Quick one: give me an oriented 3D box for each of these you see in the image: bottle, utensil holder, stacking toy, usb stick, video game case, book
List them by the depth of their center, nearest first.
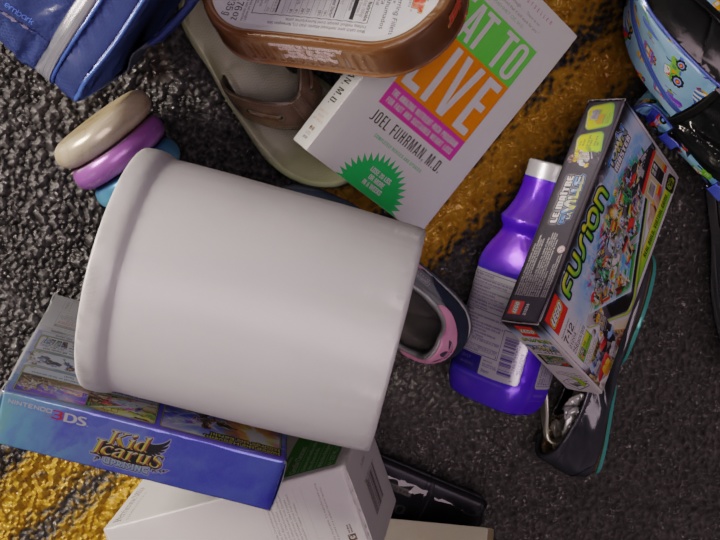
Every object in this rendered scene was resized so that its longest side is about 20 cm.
[{"bbox_3d":[-0.070,0.023,0.811,0.199,0.170,0.171,15,97,1],"label":"utensil holder"},{"bbox_3d":[-0.154,0.094,0.889,0.199,0.181,0.046,16,107,-8],"label":"video game case"},{"bbox_3d":[0.057,-0.143,0.915,0.133,0.048,0.200,34,96,-38],"label":"book"},{"bbox_3d":[-0.146,-0.038,0.930,0.085,0.085,0.200,-35,108,0],"label":"stacking toy"},{"bbox_3d":[0.132,0.012,0.959,0.065,0.083,0.201,7,100,-48],"label":"bottle"},{"bbox_3d":[0.011,0.179,0.999,0.199,0.033,0.056,24,103,-10],"label":"usb stick"}]

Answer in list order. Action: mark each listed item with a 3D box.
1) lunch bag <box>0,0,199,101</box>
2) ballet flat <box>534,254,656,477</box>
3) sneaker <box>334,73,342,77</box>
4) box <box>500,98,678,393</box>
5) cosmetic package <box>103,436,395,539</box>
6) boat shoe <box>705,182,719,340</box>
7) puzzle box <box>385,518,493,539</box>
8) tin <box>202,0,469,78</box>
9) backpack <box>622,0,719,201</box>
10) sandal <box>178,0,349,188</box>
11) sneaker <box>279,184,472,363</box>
[{"bbox_3d":[-0.171,-0.226,0.840,0.132,0.136,0.200,38,116,-9],"label":"lunch bag"},{"bbox_3d":[0.187,0.074,0.983,0.073,0.073,0.201,12,100,-8],"label":"ballet flat"},{"bbox_3d":[0.036,-0.227,0.925,0.200,0.074,0.085,-43,126,-3],"label":"sneaker"},{"bbox_3d":[0.181,-0.019,0.918,0.110,0.035,0.201,42,64,-41],"label":"box"},{"bbox_3d":[-0.082,0.192,0.928,0.199,0.108,0.085,-16,102,12],"label":"cosmetic package"},{"bbox_3d":[0.331,-0.010,0.981,0.071,0.072,0.201,-5,98,-1],"label":"boat shoe"},{"bbox_3d":[0.033,0.299,0.944,0.133,0.025,0.201,2,78,20],"label":"puzzle box"},{"bbox_3d":[-0.022,-0.199,0.852,0.199,0.042,0.112,10,75,22],"label":"tin"},{"bbox_3d":[0.283,-0.176,0.903,0.200,0.135,0.183,44,67,0],"label":"backpack"},{"bbox_3d":[-0.070,-0.143,0.924,0.080,0.057,0.201,-41,101,2],"label":"sandal"},{"bbox_3d":[0.000,0.000,0.927,0.200,0.082,0.070,34,103,6],"label":"sneaker"}]
